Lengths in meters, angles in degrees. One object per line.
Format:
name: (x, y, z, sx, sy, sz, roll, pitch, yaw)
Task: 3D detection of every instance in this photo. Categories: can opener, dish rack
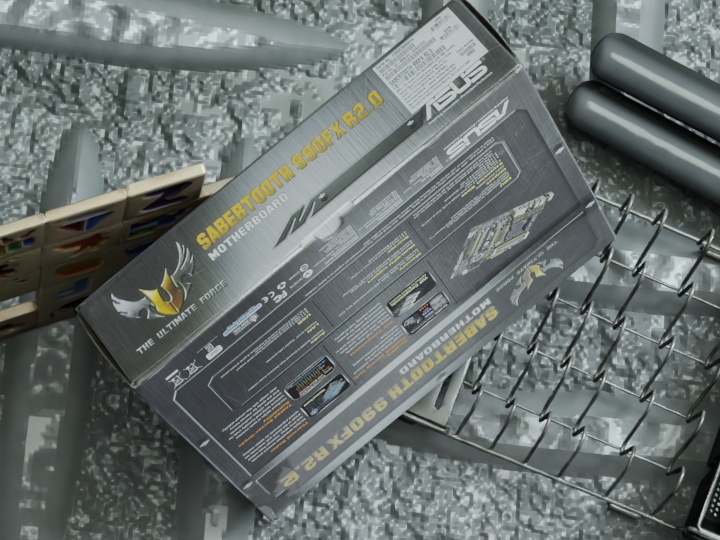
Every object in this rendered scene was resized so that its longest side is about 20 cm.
can opener: (0.192, -0.047, 1.183, 0.199, 0.066, 0.053, 26, 112, 2)
dish rack: (0.104, 0.026, 1.143, 0.199, 0.055, 0.154, 23, 71, -1)

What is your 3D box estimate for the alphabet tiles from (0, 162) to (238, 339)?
alphabet tiles: (-0.102, -0.009, 1.064, 0.199, 0.167, 0.008, -18, 78, -13)

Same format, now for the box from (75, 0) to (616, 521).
box: (0.000, 0.000, 1.055, 0.200, 0.158, 0.048, -39, 59, 0)
